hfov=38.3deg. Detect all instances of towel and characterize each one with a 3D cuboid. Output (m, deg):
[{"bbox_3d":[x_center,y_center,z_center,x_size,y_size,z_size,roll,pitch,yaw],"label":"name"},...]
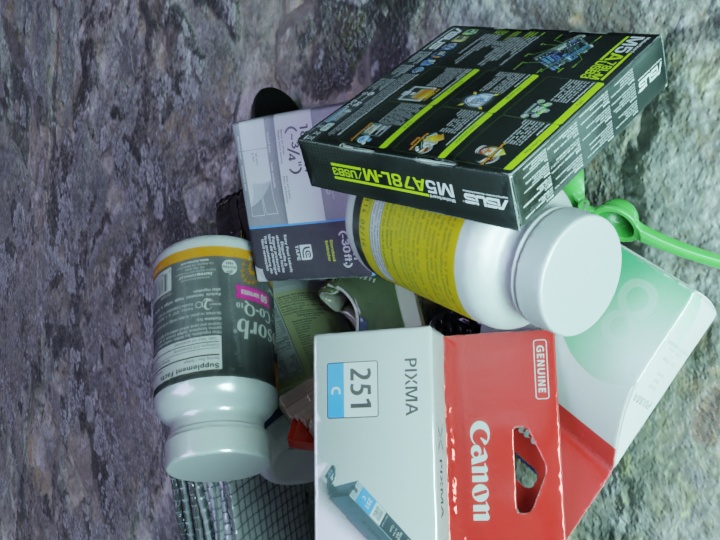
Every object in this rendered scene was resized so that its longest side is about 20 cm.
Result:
[{"bbox_3d":[-0.128,0.244,1.122,0.084,0.165,0.204,-5,98,26],"label":"towel"}]

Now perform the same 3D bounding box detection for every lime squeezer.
[{"bbox_3d":[0.185,-0.052,0.742,0.038,0.070,0.201,95,151,-47],"label":"lime squeezer"}]

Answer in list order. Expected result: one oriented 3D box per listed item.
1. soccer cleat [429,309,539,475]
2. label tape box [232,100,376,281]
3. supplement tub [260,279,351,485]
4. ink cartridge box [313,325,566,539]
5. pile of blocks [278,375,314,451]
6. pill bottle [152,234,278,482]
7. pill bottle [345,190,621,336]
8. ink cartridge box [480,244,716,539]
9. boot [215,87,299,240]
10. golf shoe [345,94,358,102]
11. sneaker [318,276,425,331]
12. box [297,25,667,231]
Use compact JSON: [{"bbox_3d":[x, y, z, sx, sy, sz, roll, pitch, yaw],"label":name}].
[{"bbox_3d":[0.121,0.114,0.855,0.200,0.067,0.074,48,149,43],"label":"soccer cleat"},{"bbox_3d":[-0.010,-0.071,0.889,0.197,0.063,0.147,-3,100,37],"label":"label tape box"},{"bbox_3d":[-0.070,0.098,1.060,0.146,0.143,0.202,-58,47,40],"label":"supplement tub"},{"bbox_3d":[0.054,0.142,0.731,0.173,0.045,0.204,-5,78,17],"label":"ink cartridge box"},{"bbox_3d":[-0.021,0.144,0.862,0.083,0.061,0.199,66,162,-13],"label":"pile of blocks"},{"bbox_3d":[-0.132,0.081,0.943,0.116,0.115,0.204,-39,50,50],"label":"pill bottle"},{"bbox_3d":[0.086,-0.023,0.748,0.199,0.110,0.114,25,112,50],"label":"pill bottle"},{"bbox_3d":[0.140,0.069,0.760,0.202,0.050,0.161,-56,42,4],"label":"ink cartridge box"},{"bbox_3d":[-0.124,-0.091,1.197,0.173,0.068,0.204,-18,79,55],"label":"boot"},{"bbox_3d":[0.006,-0.135,0.988,0.198,0.097,0.079,-16,110,50],"label":"golf shoe"},{"bbox_3d":[0.000,0.000,0.967,0.067,0.088,0.203,72,-177,-61],"label":"sneaker"},{"bbox_3d":[0.087,-0.112,0.736,0.191,0.200,0.048,16,135,39],"label":"box"}]
